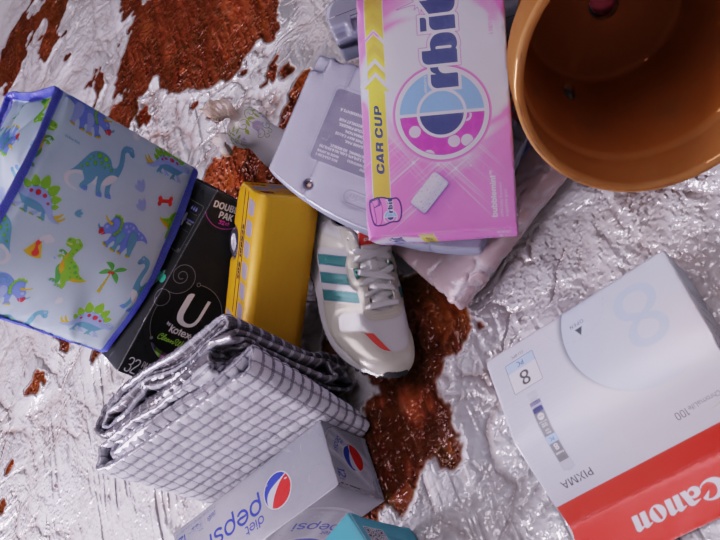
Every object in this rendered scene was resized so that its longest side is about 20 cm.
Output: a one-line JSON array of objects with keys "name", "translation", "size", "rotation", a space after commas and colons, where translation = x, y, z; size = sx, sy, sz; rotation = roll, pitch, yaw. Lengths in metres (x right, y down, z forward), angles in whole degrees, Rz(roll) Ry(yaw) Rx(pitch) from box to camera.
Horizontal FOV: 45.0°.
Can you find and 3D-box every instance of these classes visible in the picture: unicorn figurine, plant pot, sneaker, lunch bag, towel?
[{"name": "unicorn figurine", "translation": [-0.077, -0.128, 0.931], "size": [0.137, 0.199, 0.074], "rotation": [161, 124, -69]}, {"name": "plant pot", "translation": [0.200, -0.179, 0.651], "size": [0.200, 0.200, 0.140], "rotation": [-39, 28, 21]}, {"name": "sneaker", "translation": [0.000, 0.000, 0.782], "size": [0.094, 0.070, 0.200], "rotation": [111, 146, -45]}, {"name": "lunch bag", "translation": [-0.272, -0.041, 0.803], "size": [0.127, 0.170, 0.201], "rotation": [4, 73, 45]}, {"name": "towel", "translation": [-0.117, 0.129, 0.788], "size": [0.200, 0.165, 0.086], "rotation": [-37, 43, 24]}, {"name": "towel", "translation": [0.099, -0.088, 0.799], "size": [0.200, 0.032, 0.191], "rotation": [-54, 41, 6]}]

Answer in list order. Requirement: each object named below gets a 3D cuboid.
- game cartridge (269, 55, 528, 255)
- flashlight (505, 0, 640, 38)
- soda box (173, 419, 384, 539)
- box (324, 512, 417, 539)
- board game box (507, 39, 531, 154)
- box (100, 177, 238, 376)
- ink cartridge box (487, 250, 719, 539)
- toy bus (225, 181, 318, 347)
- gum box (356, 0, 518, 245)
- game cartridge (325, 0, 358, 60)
[{"name": "game cartridge", "translation": [0.029, -0.093, 0.744], "size": [0.199, 0.041, 0.134], "rotation": [22, 83, 14]}, {"name": "flashlight", "translation": [0.156, -0.227, 0.744], "size": [0.199, 0.068, 0.068], "rotation": [-15, 57, 11]}, {"name": "soda box", "translation": [-0.076, 0.221, 0.771], "size": [0.200, 0.063, 0.068], "rotation": [-41, 44, 20]}, {"name": "box", "translation": [-0.034, 0.285, 0.681], "size": [0.200, 0.082, 0.049], "rotation": [-52, 44, 10]}, {"name": "board game box", "translation": [0.095, -0.169, 0.797], "size": [0.158, 0.039, 0.201], "rotation": [3, 69, 45]}, {"name": "box", "translation": [-0.169, 0.018, 0.909], "size": [0.124, 0.148, 0.200], "rotation": [27, 87, 49]}, {"name": "ink cartridge box", "translation": [0.186, 0.109, 0.592], "size": [0.160, 0.047, 0.200], "rotation": [-36, 45, 24]}, {"name": "toy bus", "translation": [-0.089, 0.018, 0.831], "size": [0.078, 0.065, 0.201], "rotation": [-141, 56, -61]}, {"name": "gum box", "translation": [0.061, -0.125, 0.682], "size": [0.113, 0.066, 0.201], "rotation": [-3, 86, 10]}, {"name": "game cartridge", "translation": [0.068, -0.248, 0.787], "size": [0.199, 0.042, 0.133], "rotation": [-20, 6, 4]}]
